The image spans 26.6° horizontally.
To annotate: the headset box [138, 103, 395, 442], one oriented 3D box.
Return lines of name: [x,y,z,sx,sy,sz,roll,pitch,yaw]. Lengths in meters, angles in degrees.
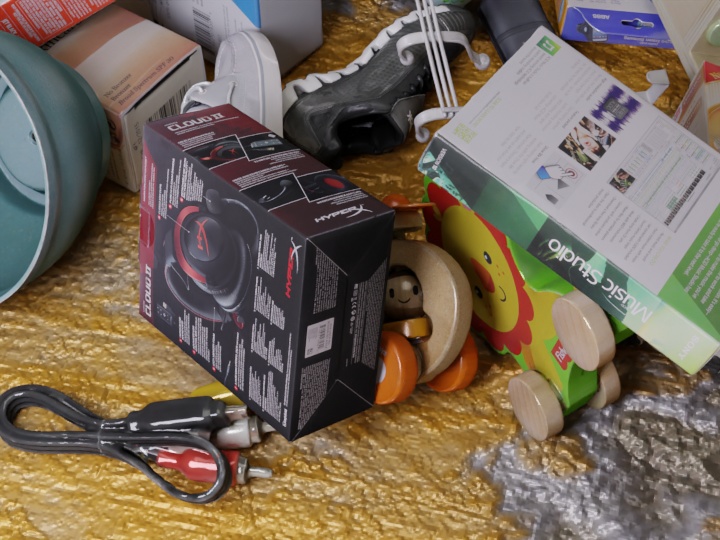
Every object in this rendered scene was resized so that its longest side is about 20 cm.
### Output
headset box: [-0.073,-0.008,0.996,0.074,0.150,0.199,-18,37,-36]

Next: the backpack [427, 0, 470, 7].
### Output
backpack: [0.049,-0.318,1.265,0.150,0.200,0.178,-33,38,15]

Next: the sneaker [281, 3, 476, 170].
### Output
sneaker: [0.024,-0.138,1.205,0.199,0.067,0.091,-32,57,-20]

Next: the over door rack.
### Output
over door rack: [0.124,-0.179,1.179,0.197,0.067,0.149,-9,70,-7]

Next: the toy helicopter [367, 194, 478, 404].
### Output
toy helicopter: [0.000,0.000,1.049,0.078,0.134,0.199,-6,22,-43]

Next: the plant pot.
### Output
plant pot: [-0.264,-0.085,1.095,0.199,0.202,0.134,23,25,20]

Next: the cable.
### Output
cable: [-0.149,0.117,1.008,0.197,0.050,0.098,-6,57,13]

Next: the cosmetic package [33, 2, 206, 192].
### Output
cosmetic package: [-0.227,-0.159,1.210,0.199,0.088,0.104,26,55,23]

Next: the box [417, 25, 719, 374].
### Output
box: [0.149,-0.047,0.899,0.199,0.036,0.144,37,47,9]

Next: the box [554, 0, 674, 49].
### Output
box: [0.225,-0.257,1.314,0.117,0.042,0.202,4,50,-4]

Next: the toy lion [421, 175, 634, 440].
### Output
toy lion: [0.105,0.000,0.996,0.068,0.200,0.193,-26,71,-19]

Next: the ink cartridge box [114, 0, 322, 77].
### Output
ink cartridge box: [-0.131,-0.264,1.262,0.199,0.146,0.084,32,55,26]

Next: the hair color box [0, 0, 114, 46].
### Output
hair color box: [-0.212,-0.261,1.156,0.199,0.064,0.111,-30,60,-1]

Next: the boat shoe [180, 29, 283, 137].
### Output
boat shoe: [-0.101,-0.110,1.143,0.068,0.072,0.202,11,51,-20]

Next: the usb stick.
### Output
usb stick: [0.149,-0.161,1.240,0.055,0.033,0.201,-11,49,-10]

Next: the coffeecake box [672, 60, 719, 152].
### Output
coffeecake box: [0.294,-0.043,1.053,0.152,0.074,0.201,20,37,-5]

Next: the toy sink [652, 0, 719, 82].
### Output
toy sink: [0.318,-0.228,1.209,0.129,0.112,0.202,4,50,-23]

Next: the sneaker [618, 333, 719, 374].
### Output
sneaker: [0.209,0.009,1.070,0.198,0.077,0.085,24,45,8]
